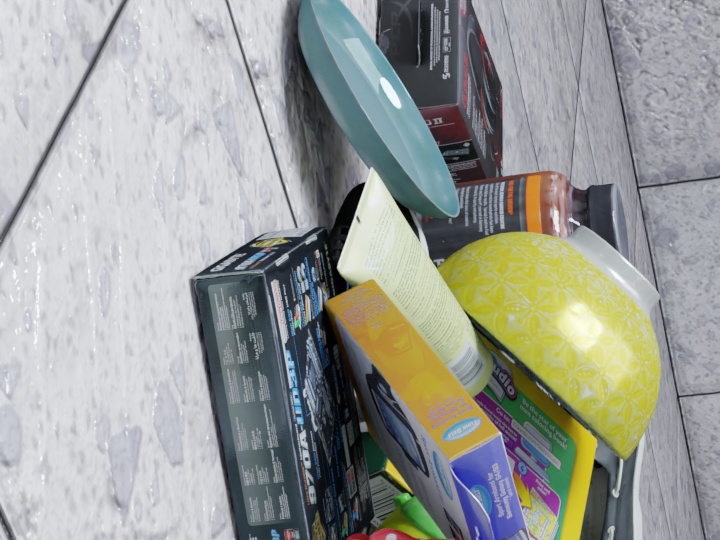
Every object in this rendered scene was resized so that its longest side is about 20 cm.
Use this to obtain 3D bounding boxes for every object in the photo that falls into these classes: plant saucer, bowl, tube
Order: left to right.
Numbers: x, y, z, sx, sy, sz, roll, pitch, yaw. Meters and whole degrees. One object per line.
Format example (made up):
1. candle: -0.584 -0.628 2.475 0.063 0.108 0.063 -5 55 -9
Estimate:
1. plant saucer: 0.009 -0.119 1.405 0.201 0.027 0.200 53 15 -21
2. tube: 0.033 0.018 1.283 0.200 0.052 0.058 54 5 -50
3. bowl: 0.155 0.033 1.403 0.200 0.108 0.200 42 0 0

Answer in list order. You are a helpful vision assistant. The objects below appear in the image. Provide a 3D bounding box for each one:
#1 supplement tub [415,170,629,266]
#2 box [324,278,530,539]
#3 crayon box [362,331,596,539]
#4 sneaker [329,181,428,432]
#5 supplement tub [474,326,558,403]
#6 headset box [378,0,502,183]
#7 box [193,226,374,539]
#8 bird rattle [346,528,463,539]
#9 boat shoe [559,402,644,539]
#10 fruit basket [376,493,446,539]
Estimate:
1. supplement tub: 0.111 -0.021 1.527 0.107 0.198 0.108 -8 90 -75
2. box: 0.047 0.105 1.160 0.200 0.041 0.120 48 -19 49
3. crayon box: 0.082 0.142 1.413 0.200 0.058 0.173 42 42 -25
4. sneaker: 0.000 0.000 1.338 0.112 0.072 0.201 63 25 -54
5. supplement tub: 0.106 0.096 1.609 0.201 0.122 0.123 -82 159 -47
6. headset box: 0.070 -0.156 1.685 0.200 0.074 0.150 62 25 -55
7. box: -0.043 0.084 1.183 0.159 0.046 0.202 -40 122 -73
8. bird rattle: -0.001 0.248 1.100 0.162 0.112 0.202 -11 114 -42
9. boat shoe: 0.193 0.159 1.585 0.060 0.075 0.202 -6 87 -47
10. fruit basket: 0.072 0.253 1.271 0.216 0.154 0.217 -168 -90 -76
